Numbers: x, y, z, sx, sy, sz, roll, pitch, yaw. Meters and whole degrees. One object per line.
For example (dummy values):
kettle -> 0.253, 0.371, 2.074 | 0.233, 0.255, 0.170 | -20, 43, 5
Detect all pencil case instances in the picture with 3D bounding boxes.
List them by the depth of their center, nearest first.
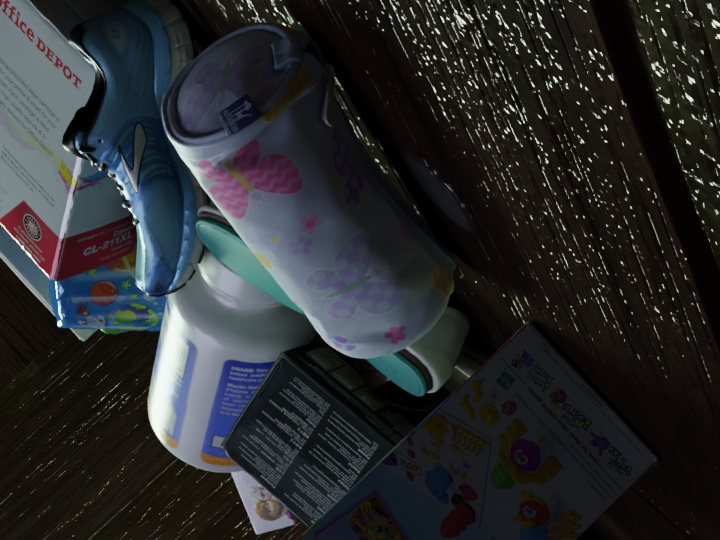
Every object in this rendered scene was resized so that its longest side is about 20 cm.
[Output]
pencil case -> -0.024, -0.040, 0.923 | 0.200, 0.090, 0.083 | 55, -177, -40

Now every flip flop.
flip flop -> 0.038, 0.068, 1.137 | 0.200, 0.058, 0.081 | 35, 163, 33

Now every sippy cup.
sippy cup -> -0.209, -0.004, 1.518 | 0.140, 0.129, 0.179 | -121, 28, -60

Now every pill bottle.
pill bottle -> -0.087, 0.044, 1.241 | 0.112, 0.112, 0.201 | 44, 140, 25

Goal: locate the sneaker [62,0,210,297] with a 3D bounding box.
sneaker -> -0.155, -0.079, 1.146 | 0.078, 0.089, 0.201 | -148, 50, -65

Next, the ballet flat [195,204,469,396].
ballet flat -> -0.014, 0.005, 1.106 | 0.199, 0.070, 0.069 | 34, 168, 19

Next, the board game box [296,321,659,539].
board game box -> 0.052, 0.140, 0.958 | 0.105, 0.200, 0.103 | 47, 172, 8

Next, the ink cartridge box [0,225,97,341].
ink cartridge box -> -0.257, -0.068, 1.643 | 0.147, 0.200, 0.145 | 53, 171, -33

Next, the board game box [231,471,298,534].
board game box -> -0.079, 0.092, 1.482 | 0.201, 0.041, 0.200 | 68, -159, -12

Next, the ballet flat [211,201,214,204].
ballet flat -> -0.085, -0.046, 1.357 | 0.200, 0.067, 0.062 | 43, -148, -7

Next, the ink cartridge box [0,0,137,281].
ink cartridge box -> -0.221, -0.118, 1.282 | 0.146, 0.083, 0.201 | 45, 134, 26

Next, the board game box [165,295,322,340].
board game box -> -0.075, 0.027, 1.392 | 0.200, 0.035, 0.126 | 36, -159, -23

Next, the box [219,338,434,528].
box -> 0.031, 0.139, 1.187 | 0.200, 0.086, 0.164 | 39, -162, 14
